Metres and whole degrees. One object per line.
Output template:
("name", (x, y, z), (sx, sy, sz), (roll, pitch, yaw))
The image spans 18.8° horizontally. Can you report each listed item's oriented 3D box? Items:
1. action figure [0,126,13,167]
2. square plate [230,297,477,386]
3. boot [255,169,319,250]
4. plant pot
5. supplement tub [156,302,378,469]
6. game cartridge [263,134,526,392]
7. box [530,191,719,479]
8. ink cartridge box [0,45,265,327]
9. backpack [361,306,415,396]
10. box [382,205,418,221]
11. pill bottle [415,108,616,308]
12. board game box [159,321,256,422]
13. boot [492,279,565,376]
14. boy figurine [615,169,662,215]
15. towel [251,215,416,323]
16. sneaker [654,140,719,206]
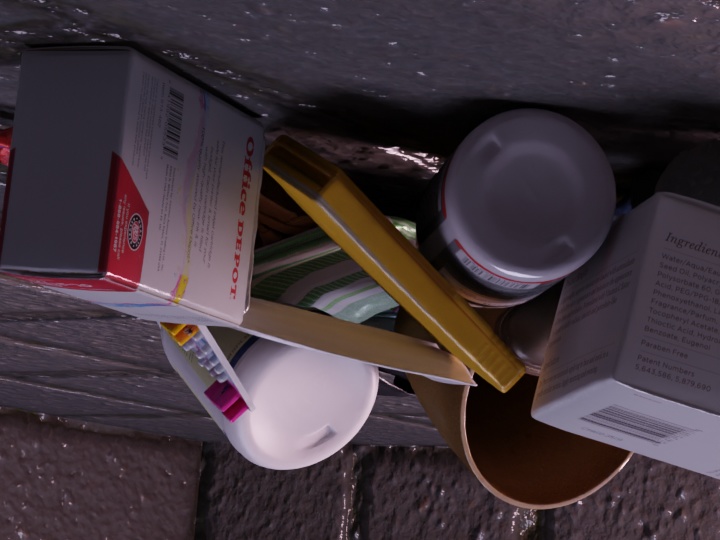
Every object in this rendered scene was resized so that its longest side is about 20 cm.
("action figure", (-0.236, -0.083, 1.570), (0.199, 0.052, 0.065), (15, 161, -29))
("square plate", (-0.026, 0.049, 1.642), (0.199, 0.029, 0.198), (14, 177, -12))
("boot", (-0.037, -0.039, 1.683), (0.199, 0.074, 0.155), (3, 166, -29))
("plant pot", (0.115, 0.075, 1.793), (0.185, 0.188, 0.200), (10, -170, -30))
("supplement tub", (-0.087, 0.064, 1.888), (0.144, 0.146, 0.200), (11, -158, -36))
("game cartridge", (0.023, -0.006, 1.500), (0.200, 0.032, 0.176), (44, 178, -19))
("box", (0.241, 0.054, 1.436), (0.199, 0.131, 0.199), (17, 167, -7))
("ink cartridge box", (-0.145, -0.049, 1.420), (0.082, 0.147, 0.200), (2, 170, 22))
("backpack", (0.058, 0.045, 1.974), (0.166, 0.127, 0.199), (-11, 164, 40))
("box", (0.093, -0.029, 1.781), (0.110, 0.035, 0.200), (11, 169, -35))
("pill bottle", (0.099, -0.036, 1.490), (0.113, 0.115, 0.200), (5, 171, -6))
("board game box", (-0.173, 0.016, 1.700), (0.200, 0.026, 0.200), (44, 170, 25))
("boot", (0.191, 0.024, 1.572), (0.199, 0.075, 0.097), (-11, 167, -38))
("boy figurine", (0.210, -0.030, 1.633), (0.123, 0.065, 0.200), (-1, 169, -8))
("towel", (0.000, 0.000, 1.696), (0.152, 0.024, 0.200), (-21, 159, 26))
("sneaker", (0.294, -0.040, 1.434), (0.199, 0.077, 0.081), (2, 153, 22))
